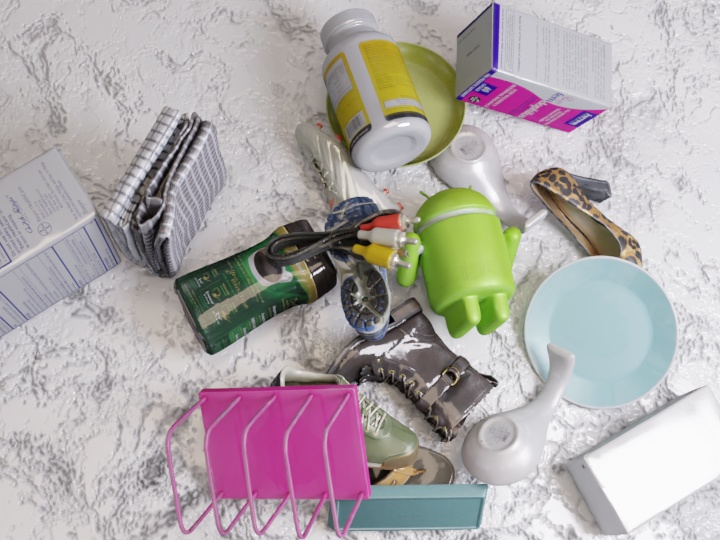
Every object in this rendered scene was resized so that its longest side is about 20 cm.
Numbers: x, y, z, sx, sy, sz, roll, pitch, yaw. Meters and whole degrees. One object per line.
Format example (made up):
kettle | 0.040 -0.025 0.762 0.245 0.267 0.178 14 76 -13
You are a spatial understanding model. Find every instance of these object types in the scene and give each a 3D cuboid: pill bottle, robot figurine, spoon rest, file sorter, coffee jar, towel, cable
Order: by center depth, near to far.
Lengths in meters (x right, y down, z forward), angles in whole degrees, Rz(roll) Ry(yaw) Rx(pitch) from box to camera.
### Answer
file sorter | -0.104 0.221 1.038 0.196 0.125 0.142 -4 104 16
cable | -0.021 -0.045 1.112 0.196 0.051 0.098 5 55 15
towel | -0.234 -0.092 1.136 0.085 0.200 0.167 26 73 1
spoon rest | 0.207 0.188 1.157 0.099 0.061 0.200 24 63 38
coffee jar | -0.132 0.018 1.175 0.198 0.086 0.105 -27 71 -13
robot figurine | 0.134 -0.018 1.193 0.172 0.116 0.203 -5 70 -19
pill bottle | 0.013 -0.242 1.215 0.110 0.112 0.203 -15 69 -10
spoon rest | 0.176 -0.125 1.274 0.099 0.061 0.201 -33 66 -15

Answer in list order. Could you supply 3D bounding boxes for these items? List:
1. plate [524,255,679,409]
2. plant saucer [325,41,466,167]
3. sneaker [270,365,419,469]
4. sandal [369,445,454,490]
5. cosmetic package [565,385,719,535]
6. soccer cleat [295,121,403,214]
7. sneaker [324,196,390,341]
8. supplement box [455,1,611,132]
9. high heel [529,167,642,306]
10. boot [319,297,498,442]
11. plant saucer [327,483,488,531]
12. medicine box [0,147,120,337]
plate | 0.315 0.081 1.203 0.196 0.026 0.204 2 98 15
plant saucer | 0.050 -0.228 1.285 0.196 0.031 0.204 0 68 1
sneaker | -0.021 0.172 1.103 0.197 0.091 0.068 17 43 9
sandal | 0.022 0.241 1.142 0.197 0.055 0.083 20 73 0
cosmetic package | 0.377 0.242 1.166 0.198 0.085 0.109 -25 77 -12
soccer cleat | -0.027 -0.117 1.238 0.077 0.069 0.200 -43 85 -13
sneaker | 0.000 0.000 1.161 0.076 0.086 0.203 -8 58 7
supplement box | 0.241 -0.277 1.267 0.197 0.101 0.105 10 72 -22
high heel | 0.299 -0.044 1.226 0.140 0.071 0.203 5 59 -30
boot | 0.062 0.147 1.167 0.199 0.069 0.175 -37 80 -17
plant saucer | 0.059 0.295 1.127 0.196 0.071 0.019 1 32 -5
medicine box | -0.411 -0.025 1.106 0.198 0.182 0.104 -33 79 -15
